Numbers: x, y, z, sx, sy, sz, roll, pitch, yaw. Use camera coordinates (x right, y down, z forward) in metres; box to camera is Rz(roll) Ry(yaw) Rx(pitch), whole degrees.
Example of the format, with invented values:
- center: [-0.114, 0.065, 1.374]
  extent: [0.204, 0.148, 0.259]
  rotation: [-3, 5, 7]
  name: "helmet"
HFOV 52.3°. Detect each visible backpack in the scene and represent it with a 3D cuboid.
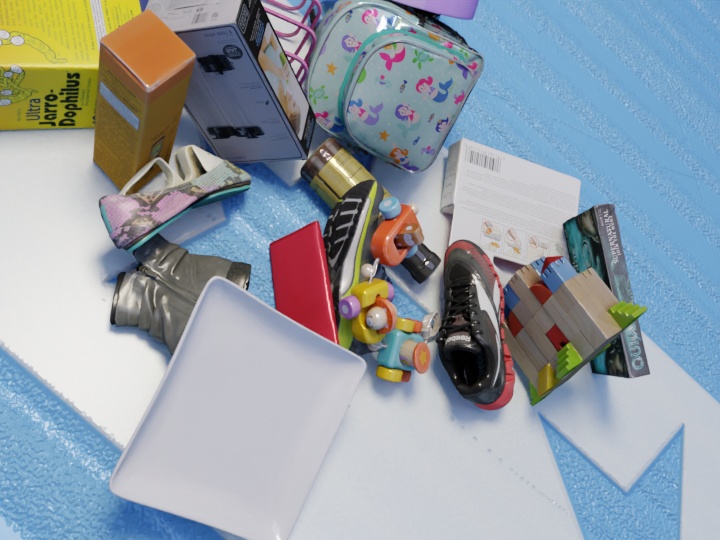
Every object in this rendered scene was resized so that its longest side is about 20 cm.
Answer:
- center: [0.030, -0.226, 0.878]
  extent: [0.196, 0.180, 0.152]
  rotation: [24, 24, -14]
  name: "backpack"

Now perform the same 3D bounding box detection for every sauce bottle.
- center: [0.014, -0.068, 0.880]
  extent: [0.200, 0.065, 0.065]
  rotation: [47, 57, -3]
  name: "sauce bottle"

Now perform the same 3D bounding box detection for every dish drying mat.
- center: [-0.057, 0.054, 0.792]
  extent: [0.018, 0.076, 0.206]
  rotation: [16, 58, -52]
  name: "dish drying mat"

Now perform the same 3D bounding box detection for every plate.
- center: [-0.109, 0.136, 0.684]
  extent: [0.198, 0.032, 0.204]
  rotation: [32, 79, -34]
  name: "plate"

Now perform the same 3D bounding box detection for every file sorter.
- center: [-0.118, -0.302, 0.872]
  extent: [0.122, 0.139, 0.205]
  rotation: [16, 62, -19]
  name: "file sorter"

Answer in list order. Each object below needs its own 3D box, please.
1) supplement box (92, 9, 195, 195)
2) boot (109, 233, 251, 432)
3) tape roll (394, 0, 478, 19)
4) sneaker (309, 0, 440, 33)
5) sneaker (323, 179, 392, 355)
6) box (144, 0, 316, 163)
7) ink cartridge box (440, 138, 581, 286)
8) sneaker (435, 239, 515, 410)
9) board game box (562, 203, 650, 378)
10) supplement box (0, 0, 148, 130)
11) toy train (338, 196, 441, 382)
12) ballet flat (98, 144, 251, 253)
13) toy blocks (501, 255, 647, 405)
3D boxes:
- center: [-0.219, -0.156, 0.724]
  extent: [0.069, 0.200, 0.067]
  rotation: [41, 58, 2]
  name: "supplement box"
- center: [-0.192, 0.065, 0.736]
  extent: [0.127, 0.068, 0.205]
  rotation: [14, 63, -5]
  name: "boot"
- center: [0.059, -0.377, 0.913]
  extent: [0.195, 0.067, 0.201]
  rotation: [16, 26, -8]
  name: "tape roll"
- center: [0.022, -0.346, 0.986]
  extent: [0.195, 0.090, 0.080]
  rotation: [-8, 72, -28]
  name: "sneaker"
- center: [0.000, 0.000, 0.828]
  extent: [0.079, 0.073, 0.206]
  rotation: [13, 88, -34]
  name: "sneaker"
- center: [-0.133, -0.199, 0.771]
  extent: [0.113, 0.201, 0.062]
  rotation: [-1, 59, 19]
  name: "box"
- center: [0.199, -0.062, 0.979]
  extent: [0.195, 0.043, 0.179]
  rotation: [15, 77, -20]
  name: "ink cartridge box"
- center: [0.127, 0.059, 0.851]
  extent: [0.097, 0.069, 0.207]
  rotation: [12, 67, -57]
  name: "sneaker"
- center: [0.302, 0.028, 0.912]
  extent: [0.027, 0.135, 0.206]
  rotation: [-10, 85, -1]
  name: "board game box"
- center: [-0.316, -0.223, 0.761]
  extent: [0.195, 0.109, 0.112]
  rotation: [-8, 71, -27]
  name: "supplement box"
- center: [0.052, 0.032, 0.796]
  extent: [0.151, 0.055, 0.203]
  rotation: [-47, 132, -29]
  name: "toy train"
- center: [-0.188, -0.087, 0.761]
  extent: [0.199, 0.068, 0.073]
  rotation: [-38, 106, -50]
  name: "ballet flat"
- center: [0.223, 0.051, 0.865]
  extent: [0.098, 0.201, 0.138]
  rotation: [-23, 67, -30]
  name: "toy blocks"
